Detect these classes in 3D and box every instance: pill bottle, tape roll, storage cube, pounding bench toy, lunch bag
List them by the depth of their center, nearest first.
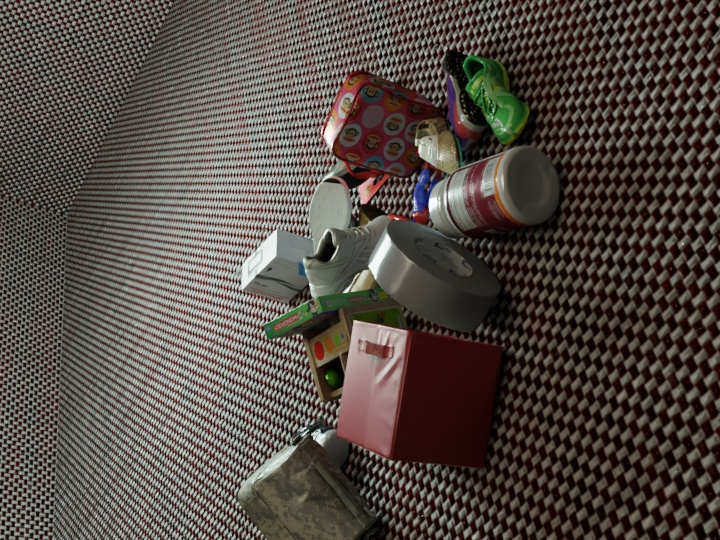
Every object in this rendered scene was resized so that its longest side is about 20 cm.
[{"bbox_3d":[0.083,0.181,1.507,0.170,0.197,0.184,6,87,60],"label":"storage cube"},{"bbox_3d":[0.196,-0.111,1.532,0.199,0.112,0.117,-14,64,58],"label":"pill bottle"},{"bbox_3d":[0.112,0.006,1.535,0.067,0.197,0.201,-61,31,22],"label":"tape roll"},{"bbox_3d":[-0.080,0.385,1.690,0.201,0.139,0.168,51,135,3],"label":"lunch bag"},{"bbox_3d":[0.004,0.174,1.714,0.155,0.122,0.204,-33,70,51],"label":"pounding bench toy"},{"bbox_3d":[0.034,-0.244,1.802,0.178,0.197,0.082,-62,36,19],"label":"lunch bag"}]

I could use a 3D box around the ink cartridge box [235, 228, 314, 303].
[{"bbox_3d":[-0.174,0.003,2.131,0.200,0.114,0.069,-41,41,46],"label":"ink cartridge box"}]

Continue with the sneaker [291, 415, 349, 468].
[{"bbox_3d":[-0.093,0.367,1.853,0.203,0.075,0.114,-64,29,6],"label":"sneaker"}]

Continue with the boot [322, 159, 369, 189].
[{"bbox_3d":[-0.007,-0.248,1.963,0.199,0.067,0.133,-32,60,38],"label":"boot"}]

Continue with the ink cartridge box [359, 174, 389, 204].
[{"bbox_3d":[0.016,-0.253,1.994,0.161,0.049,0.203,-48,36,40],"label":"ink cartridge box"}]

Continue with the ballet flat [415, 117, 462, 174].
[{"bbox_3d":[0.123,-0.203,1.668,0.200,0.064,0.072,-100,11,-71],"label":"ballet flat"}]

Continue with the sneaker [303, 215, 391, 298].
[{"bbox_3d":[-0.017,-0.042,1.734,0.200,0.100,0.077,-42,38,-24],"label":"sneaker"}]

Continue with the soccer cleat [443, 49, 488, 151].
[{"bbox_3d":[0.169,-0.294,1.728,0.074,0.067,0.203,119,151,-45],"label":"soccer cleat"}]

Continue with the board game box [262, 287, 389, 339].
[{"bbox_3d":[-0.056,0.073,1.744,0.133,0.198,0.030,-27,78,34],"label":"board game box"}]

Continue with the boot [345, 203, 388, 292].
[{"bbox_3d":[0.000,0.000,1.878,0.202,0.065,0.176,-61,31,25],"label":"boot"}]

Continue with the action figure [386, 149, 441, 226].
[{"bbox_3d":[0.087,-0.101,1.741,0.098,0.065,0.204,-17,53,39],"label":"action figure"}]

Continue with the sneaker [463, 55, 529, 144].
[{"bbox_3d":[0.208,-0.274,1.624,0.075,0.082,0.202,-54,35,30],"label":"sneaker"}]

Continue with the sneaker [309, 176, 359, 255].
[{"bbox_3d":[-0.042,-0.102,1.925,0.147,0.079,0.204,-58,-26,-61],"label":"sneaker"}]
